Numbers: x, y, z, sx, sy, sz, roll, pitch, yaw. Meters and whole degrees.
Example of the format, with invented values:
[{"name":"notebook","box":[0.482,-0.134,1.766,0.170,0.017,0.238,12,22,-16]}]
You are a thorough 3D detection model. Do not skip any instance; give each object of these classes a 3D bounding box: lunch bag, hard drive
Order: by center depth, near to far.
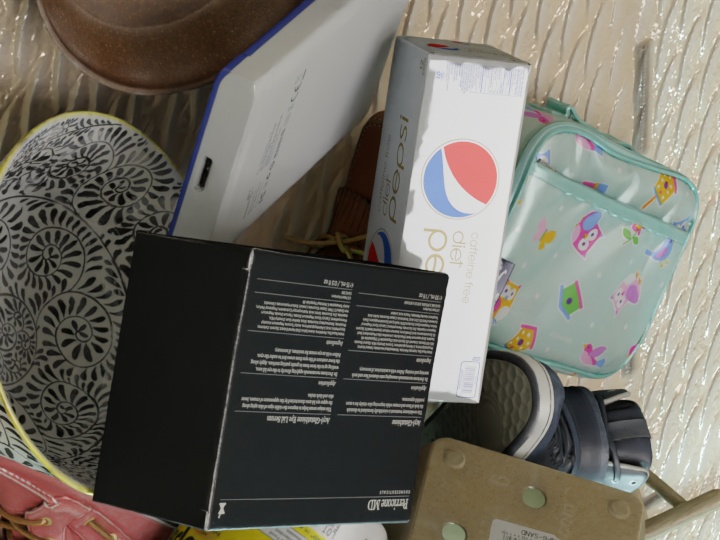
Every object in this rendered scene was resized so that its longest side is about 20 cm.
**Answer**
[{"name":"hard drive","box":[-0.034,-0.094,1.364,0.200,0.025,0.132,-47,162,-50]},{"name":"lunch bag","box":[0.124,-0.022,1.609,0.200,0.077,0.161,19,101,-49]}]

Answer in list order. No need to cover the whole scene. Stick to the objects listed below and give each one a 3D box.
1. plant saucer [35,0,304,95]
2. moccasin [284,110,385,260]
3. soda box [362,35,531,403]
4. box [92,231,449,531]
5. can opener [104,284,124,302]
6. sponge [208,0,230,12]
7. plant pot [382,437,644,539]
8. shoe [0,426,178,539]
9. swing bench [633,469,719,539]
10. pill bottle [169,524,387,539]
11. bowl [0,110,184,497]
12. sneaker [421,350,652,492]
[{"name":"plant saucer","box":[-0.092,-0.188,1.281,0.200,0.037,0.201,-22,128,-32]},{"name":"moccasin","box":[-0.001,-0.001,1.510,0.078,0.074,0.202,-19,136,-46]},{"name":"soda box","box":[0.044,-0.029,1.435,0.064,0.068,0.200,5,102,-18]},{"name":"box","box":[-0.042,0.059,1.316,0.200,0.079,0.141,8,89,-59]},{"name":"can opener","box":[-0.070,0.049,1.453,0.053,0.067,0.200,-34,125,24]},{"name":"sponge","box":[-0.058,-0.220,1.341,0.112,0.030,0.200,-36,135,-22]},{"name":"plant pot","box":[0.077,0.217,1.530,0.177,0.199,0.200,109,-2,-49]},{"name":"shoe","box":[-0.178,0.137,1.415,0.200,0.071,0.091,33,85,-54]},{"name":"swing bench","box":[0.165,0.244,1.783,0.200,0.130,0.199,-37,136,-14]},{"name":"pill bottle","box":[-0.079,0.206,1.459,0.200,0.109,0.109,-56,140,-11]},{"name":"bowl","box":[-0.165,0.022,1.316,0.201,0.094,0.201,17,69,-54]},{"name":"sneaker","box":[0.129,0.097,1.602,0.146,0.077,0.202,-2,163,-17]}]
